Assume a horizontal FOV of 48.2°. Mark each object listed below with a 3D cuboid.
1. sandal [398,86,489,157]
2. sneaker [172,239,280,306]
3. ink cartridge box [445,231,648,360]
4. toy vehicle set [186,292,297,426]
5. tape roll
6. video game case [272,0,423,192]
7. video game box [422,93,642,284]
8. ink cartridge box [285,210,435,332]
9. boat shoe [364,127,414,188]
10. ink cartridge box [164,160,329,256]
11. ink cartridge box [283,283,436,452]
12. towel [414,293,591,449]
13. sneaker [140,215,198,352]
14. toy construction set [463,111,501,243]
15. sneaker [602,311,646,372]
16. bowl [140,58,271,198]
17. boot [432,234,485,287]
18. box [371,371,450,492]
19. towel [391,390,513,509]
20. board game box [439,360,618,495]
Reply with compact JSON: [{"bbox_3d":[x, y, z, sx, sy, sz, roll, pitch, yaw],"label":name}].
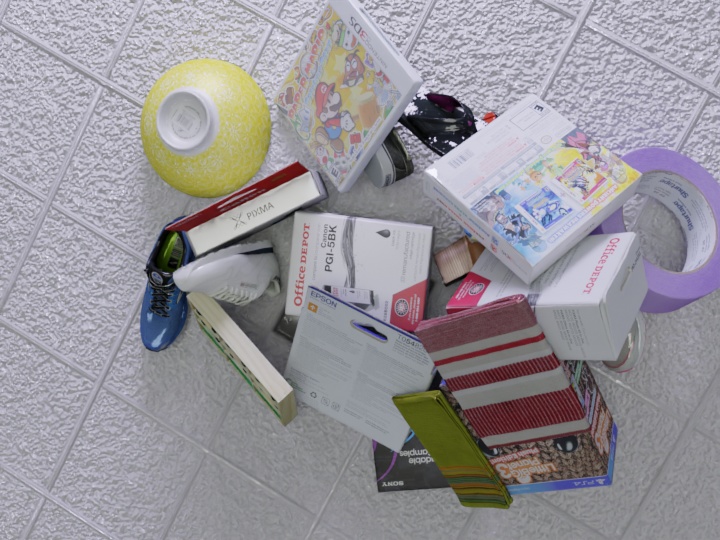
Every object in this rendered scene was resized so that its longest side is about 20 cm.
[{"bbox_3d":[0.097,-0.204,1.060,0.199,0.048,0.076,34,71,17],"label":"sandal"},{"bbox_3d":[-0.173,0.010,1.103,0.075,0.199,0.082,-14,92,32],"label":"sneaker"},{"bbox_3d":[0.223,0.031,0.957,0.197,0.145,0.085,-3,122,39],"label":"ink cartridge box"},{"bbox_3d":[-0.163,0.121,1.122,0.026,0.125,0.200,-39,71,-17],"label":"toy vehicle set"},{"bbox_3d":[0.380,-0.052,1.033,0.195,0.066,0.205,4,71,-13],"label":"tape roll"},{"bbox_3d":[-0.025,-0.241,1.084,0.183,0.023,0.201,54,130,18],"label":"video game case"},{"bbox_3d":[0.205,-0.105,0.971,0.199,0.047,0.182,-36,61,-21],"label":"video game box"},{"bbox_3d":[0.000,0.000,1.131,0.195,0.083,0.151,6,95,8],"label":"ink cartridge box"},{"bbox_3d":[0.010,-0.212,1.133,0.063,0.071,0.203,-22,80,-23],"label":"boat shoe"},{"bbox_3d":[-0.147,-0.080,1.097,0.197,0.176,0.045,-26,91,6],"label":"ink cartridge box"},{"bbox_3d":[0.000,0.125,1.084,0.197,0.041,0.203,26,127,10],"label":"ink cartridge box"},{"bbox_3d":[0.168,0.123,0.939,0.142,0.023,0.202,-17,117,32],"label":"towel"},{"bbox_3d":[-0.288,0.019,1.173,0.077,0.089,0.205,14,95,9],"label":"sneaker"},{"bbox_3d":[0.192,-0.134,1.083,0.199,0.093,0.131,-39,54,-7],"label":"toy construction set"},{"bbox_3d":[0.310,0.041,1.072,0.081,0.087,0.204,-25,81,53],"label":"sneaker"},{"bbox_3d":[-0.233,-0.207,1.144,0.195,0.108,0.205,0,93,9],"label":"bowl"},{"bbox_3d":[0.205,0.033,1.115,0.153,0.077,0.204,-23,82,5],"label":"boot"},{"bbox_3d":[0.083,0.211,1.154,0.139,0.036,0.205,-7,93,9],"label":"box"},{"bbox_3d":[0.120,0.240,1.059,0.085,0.018,0.202,-16,116,42],"label":"towel"},{"bbox_3d":[0.219,0.178,1.037,0.157,0.097,0.202,-16,117,32],"label":"board game box"}]
